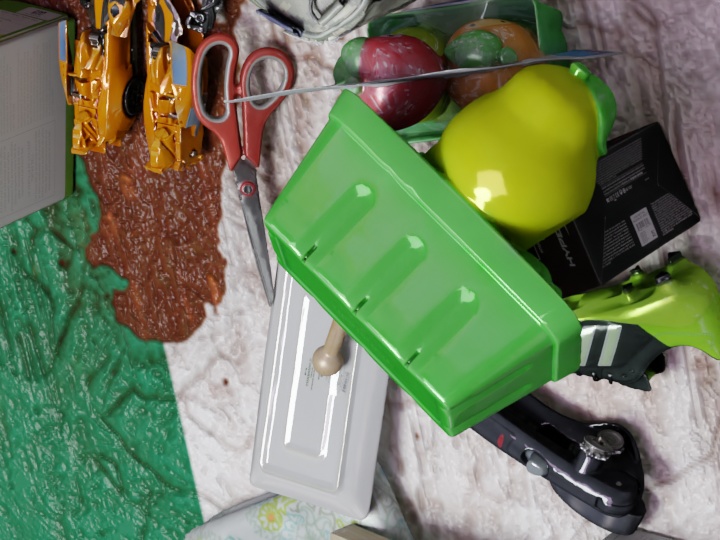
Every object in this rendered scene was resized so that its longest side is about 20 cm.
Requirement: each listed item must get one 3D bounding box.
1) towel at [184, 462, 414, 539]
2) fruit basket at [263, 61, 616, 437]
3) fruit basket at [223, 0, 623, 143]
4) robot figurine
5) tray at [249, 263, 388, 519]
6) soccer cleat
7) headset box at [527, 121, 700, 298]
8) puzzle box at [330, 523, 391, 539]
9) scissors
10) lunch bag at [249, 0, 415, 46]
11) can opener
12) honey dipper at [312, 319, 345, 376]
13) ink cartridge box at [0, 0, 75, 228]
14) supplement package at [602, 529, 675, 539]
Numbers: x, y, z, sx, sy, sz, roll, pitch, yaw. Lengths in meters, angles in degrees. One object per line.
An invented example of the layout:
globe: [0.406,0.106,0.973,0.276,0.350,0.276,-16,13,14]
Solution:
towel: [-0.029,0.245,1.804,0.200,0.048,0.172,-25,94,38]
fruit basket: [0.069,-0.033,1.412,0.215,0.156,0.216,-1,74,4]
fruit basket: [0.042,-0.132,1.517,0.185,0.200,0.094,-4,90,36]
robot figurine: [-0.163,-0.177,1.724,0.145,0.058,0.201,12,115,27]
tray: [-0.030,0.075,1.728,0.107,0.022,0.201,14,103,29]
soccer cleat: [0.155,0.048,1.595,0.200,0.068,0.081,-15,111,37]
headset box: [0.097,-0.016,1.553,0.200,0.149,0.075,-21,94,38]
puzzle box: [0.030,0.297,1.722,0.133,0.025,0.201,17,112,39]
scissors: [-0.089,-0.072,1.714,0.073,0.014,0.201,3,108,-6]
lunch bag: [-0.009,-0.239,1.508,0.168,0.200,0.139,53,128,7]
can opener: [0.113,0.111,1.645,0.200,0.063,0.079,34,124,19]
honey dipper: [0.000,0.000,1.639,0.038,0.038,0.200,35,135,18]
ink cartridge box: [-0.300,-0.104,1.756,0.076,0.200,0.148,16,116,28]
supplement package: [0.234,0.265,1.588,0.199,0.117,0.117,13,114,30]
